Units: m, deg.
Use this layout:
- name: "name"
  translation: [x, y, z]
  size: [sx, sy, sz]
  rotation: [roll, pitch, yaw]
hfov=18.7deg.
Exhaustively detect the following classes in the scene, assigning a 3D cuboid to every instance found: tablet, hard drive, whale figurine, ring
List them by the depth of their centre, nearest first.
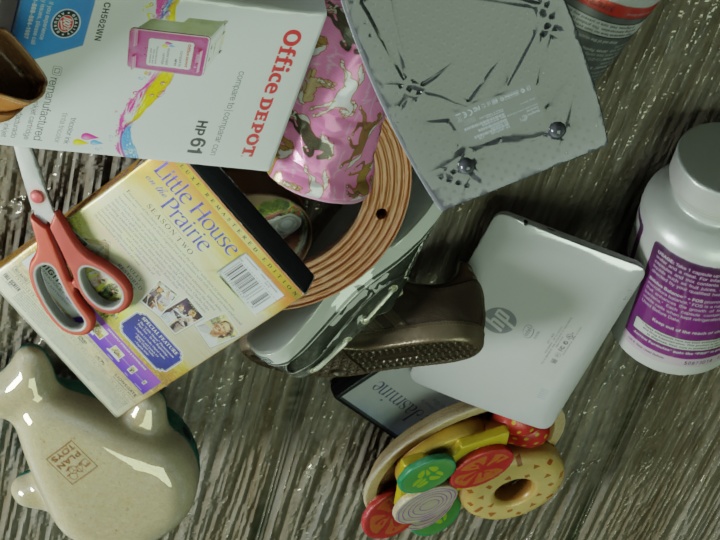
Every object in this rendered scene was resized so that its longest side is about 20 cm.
- name: "hard drive"
  translation: [0.071, -0.146, 1.408]
  size: [0.134, 0.042, 0.200]
  rotation: [-22, 122, 7]
- name: "ring"
  translation: [-0.061, -0.063, 1.571]
  size: [0.200, 0.019, 0.201]
  rotation: [-5, 118, -9]
- name: "whale figurine"
  translation: [-0.217, 0.129, 1.736]
  size: [0.159, 0.104, 0.200]
  rotation: [-37, 114, 21]
- name: "tablet"
  translation: [0.132, 0.044, 1.763]
  size: [0.130, 0.014, 0.200]
  rotation: [21, 130, -7]

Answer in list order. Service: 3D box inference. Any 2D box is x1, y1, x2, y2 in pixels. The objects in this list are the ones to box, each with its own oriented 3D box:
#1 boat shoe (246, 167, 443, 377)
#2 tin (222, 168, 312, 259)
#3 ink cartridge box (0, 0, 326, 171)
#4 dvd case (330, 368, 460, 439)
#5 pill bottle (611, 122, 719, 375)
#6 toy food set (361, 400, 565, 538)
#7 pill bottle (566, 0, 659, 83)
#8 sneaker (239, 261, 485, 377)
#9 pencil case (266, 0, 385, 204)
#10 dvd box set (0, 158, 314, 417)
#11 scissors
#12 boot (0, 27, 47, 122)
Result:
- name: "boat shoe"
  translation: [0.000, 0.000, 1.664]
  size: [0.200, 0.071, 0.064]
  rotation: [-44, 135, 11]
- name: "tin"
  translation: [-0.134, -0.011, 1.636]
  size: [0.199, 0.042, 0.112]
  rotation: [-24, 145, 4]
- name: "ink cartridge box"
  translation: [-0.137, -0.151, 1.423]
  size: [0.199, 0.085, 0.145]
  rotation: [4, 135, -20]
- name: "dvd case"
  translation: [0.091, 0.077, 1.848]
  size: [0.200, 0.018, 0.143]
  rotation: [-34, 140, 17]
- name: "pill bottle"
  translation: [0.270, -0.019, 1.739]
  size: [0.112, 0.113, 0.200]
  rotation: [-7, 140, -16]
- name: "toy food set"
  translation: [0.092, 0.174, 1.914]
  size: [0.197, 0.049, 0.200]
  rotation: [-17, 151, -14]
- name: "pill bottle"
  translation: [0.113, -0.158, 1.508]
  size: [0.116, 0.116, 0.200]
  rotation: [11, 132, -32]
- name: "sneaker"
  translation: [0.003, 0.037, 1.735]
  size: [0.199, 0.076, 0.070]
  rotation: [-3, 155, 13]
- name: "pencil case"
  translation: [-0.004, -0.142, 1.475]
  size: [0.086, 0.083, 0.200]
  rotation: [17, 119, -9]
- name: "dvd box set"
  translation: [-0.151, 0.005, 1.558]
  size: [0.200, 0.029, 0.146]
  rotation: [-34, 106, 31]
- name: "scissors"
  translation: [-0.227, -0.041, 1.526]
  size: [0.073, 0.014, 0.200]
  rotation: [-16, 116, 28]
- name: "boot"
  translation: [-0.299, -0.141, 1.324]
  size: [0.200, 0.074, 0.154]
  rotation: [25, 159, -34]
